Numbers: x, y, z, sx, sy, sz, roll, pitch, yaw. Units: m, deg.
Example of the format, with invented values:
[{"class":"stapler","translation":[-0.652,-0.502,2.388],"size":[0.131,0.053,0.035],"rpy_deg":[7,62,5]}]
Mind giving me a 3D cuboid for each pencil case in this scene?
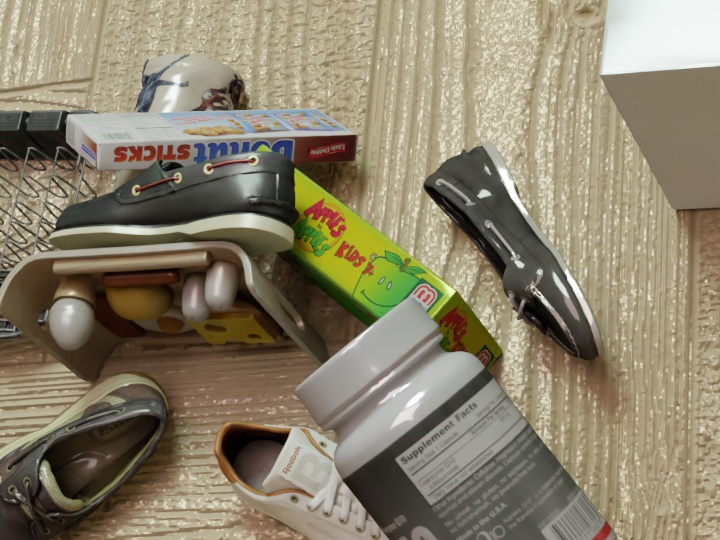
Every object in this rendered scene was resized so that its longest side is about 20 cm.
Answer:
[{"class":"pencil case","translation":[-0.139,-0.070,1.466],"size":[0.078,0.089,0.201],"rpy_deg":[-19,53,48]}]

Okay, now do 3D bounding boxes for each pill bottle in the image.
[{"class":"pill bottle","translation":[0.056,0.124,1.209],"size":[0.114,0.114,0.200],"rpy_deg":[-39,87,1]}]

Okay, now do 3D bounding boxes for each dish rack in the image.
[{"class":"dish rack","translation":[-0.272,-0.035,1.522],"size":[0.153,0.055,0.201],"rpy_deg":[1,67,26]}]

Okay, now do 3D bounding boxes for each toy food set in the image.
[{"class":"toy food set","translation":[-0.135,0.041,1.367],"size":[0.199,0.144,0.061],"rpy_deg":[-3,64,22]}]

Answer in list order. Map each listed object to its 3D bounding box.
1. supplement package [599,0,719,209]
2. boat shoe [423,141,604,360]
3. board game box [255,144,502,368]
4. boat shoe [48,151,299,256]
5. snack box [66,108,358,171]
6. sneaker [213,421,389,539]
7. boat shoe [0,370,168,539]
[{"class":"supplement package","translation":[0.256,-0.172,1.273],"size":[0.147,0.191,0.201],"rpy_deg":[-2,63,23]},{"class":"boat shoe","translation":[0.103,-0.006,1.330],"size":[0.057,0.067,0.200],"rpy_deg":[-25,50,-2]},{"class":"board game box","translation":[0.000,0.000,1.352],"size":[0.048,0.102,0.200],"rpy_deg":[-49,56,-5]},{"class":"boat shoe","translation":[-0.128,-0.041,1.340],"size":[0.201,0.074,0.063],"rpy_deg":[-7,69,33]},{"class":"snack box","translation":[-0.106,-0.095,1.404],"size":[0.072,0.199,0.024],"rpy_deg":[36,125,57]},{"class":"sneaker","translation":[-0.015,0.153,1.292],"size":[0.199,0.085,0.073],"rpy_deg":[17,71,27]},{"class":"boat shoe","translation":[-0.219,0.149,1.382],"size":[0.200,0.073,0.065],"rpy_deg":[-43,17,-1]}]
